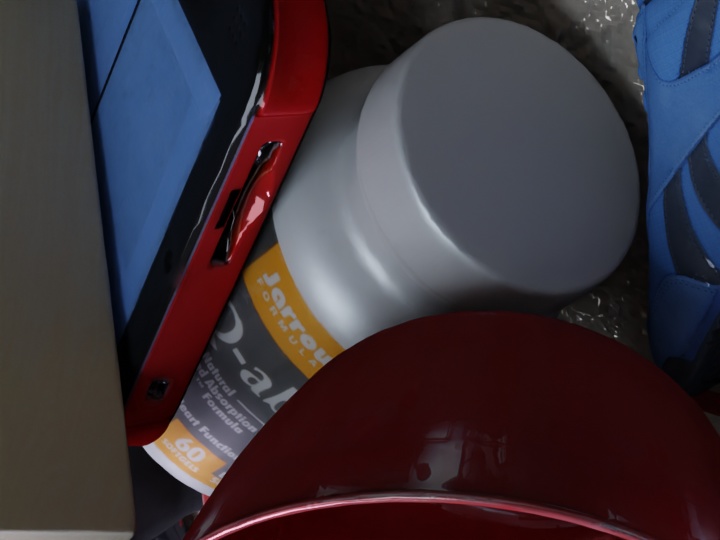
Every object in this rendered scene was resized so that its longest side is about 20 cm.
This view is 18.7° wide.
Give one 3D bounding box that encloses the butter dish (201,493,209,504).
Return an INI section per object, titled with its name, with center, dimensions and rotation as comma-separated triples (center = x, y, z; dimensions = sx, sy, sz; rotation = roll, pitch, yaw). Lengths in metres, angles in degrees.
[butter dish]
center = -0.024, 0.206, 0.805
dimensions = 0.199, 0.147, 0.201
rotation = 23, 133, 45

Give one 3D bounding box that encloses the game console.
[game console]
center = -0.080, -0.058, 0.743
dimensions = 0.177, 0.031, 0.201
rotation = 60, 136, 38

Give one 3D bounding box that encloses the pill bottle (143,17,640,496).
[pill bottle]
center = 0.000, 0.000, 0.751
dimensions = 0.117, 0.116, 0.200
rotation = 49, 142, -3

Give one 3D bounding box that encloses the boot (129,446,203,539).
[boot]
center = -0.128, 0.032, 0.865
dimensions = 0.201, 0.150, 0.073
rotation = 54, 147, -10

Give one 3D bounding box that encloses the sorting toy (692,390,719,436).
[sorting toy]
center = 0.179, 0.132, 0.734
dimensions = 0.197, 0.070, 0.201
rotation = 16, 132, 33

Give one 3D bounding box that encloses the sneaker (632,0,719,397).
[sneaker]
center = 0.113, -0.048, 0.653
dimensions = 0.078, 0.066, 0.201
rotation = 40, 142, 27

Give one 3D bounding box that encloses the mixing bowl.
[mixing bowl]
center = 0.040, 0.085, 0.656
dimensions = 0.198, 0.109, 0.201
rotation = 7, 138, 6

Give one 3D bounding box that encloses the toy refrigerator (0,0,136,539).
[toy refrigerator]
center = -0.131, 0.003, 0.728
dimensions = 0.070, 0.075, 0.202
rotation = -42, 51, 51

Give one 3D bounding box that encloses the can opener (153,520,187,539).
[can opener]
center = -0.107, 0.122, 1.012
dimensions = 0.063, 0.079, 0.201
rotation = -26, 110, 10
